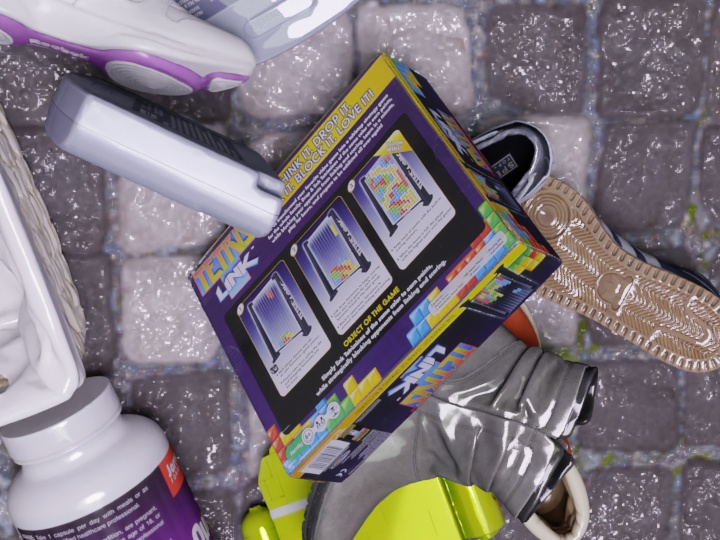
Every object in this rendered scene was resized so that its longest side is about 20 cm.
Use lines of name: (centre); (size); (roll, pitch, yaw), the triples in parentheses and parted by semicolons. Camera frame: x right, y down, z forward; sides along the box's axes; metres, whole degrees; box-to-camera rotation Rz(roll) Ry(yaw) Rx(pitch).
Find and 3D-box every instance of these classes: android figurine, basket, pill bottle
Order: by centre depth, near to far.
basket: (-0.258, -0.010, 0.737); (0.134, 0.123, 0.203); (-19, 105, -2)
pill bottle: (-0.159, 0.177, 0.802); (0.111, 0.113, 0.202); (-22, 106, -2)
android figurine: (0.004, 0.170, 0.844); (0.180, 0.041, 0.202); (-22, 91, 8)

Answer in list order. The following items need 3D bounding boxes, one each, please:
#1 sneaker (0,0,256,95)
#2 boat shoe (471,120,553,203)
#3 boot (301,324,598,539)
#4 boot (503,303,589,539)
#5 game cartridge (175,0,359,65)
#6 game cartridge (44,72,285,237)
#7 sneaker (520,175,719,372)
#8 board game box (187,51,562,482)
sneaker: (-0.148, -0.166, 0.704); (0.198, 0.075, 0.101); (17, 78, -21)
boat shoe: (0.039, -0.026, 0.787); (0.199, 0.068, 0.072); (-35, 87, 14)
boot: (0.056, 0.121, 0.766); (0.130, 0.068, 0.202); (33, 96, 17)
boot: (0.104, 0.090, 0.823); (0.074, 0.107, 0.202); (-23, 104, 1)
game cartridge: (-0.070, -0.200, 0.749); (0.198, 0.041, 0.134); (-27, 102, 10)
game cartridge: (-0.115, -0.072, 0.703); (0.132, 0.200, 0.041); (28, 95, -12)
sneaker: (0.170, 0.000, 0.836); (0.199, 0.108, 0.071); (36, 101, 16)
board game box: (0.000, 0.000, 0.735); (0.200, 0.166, 0.056); (-46, 143, 21)
